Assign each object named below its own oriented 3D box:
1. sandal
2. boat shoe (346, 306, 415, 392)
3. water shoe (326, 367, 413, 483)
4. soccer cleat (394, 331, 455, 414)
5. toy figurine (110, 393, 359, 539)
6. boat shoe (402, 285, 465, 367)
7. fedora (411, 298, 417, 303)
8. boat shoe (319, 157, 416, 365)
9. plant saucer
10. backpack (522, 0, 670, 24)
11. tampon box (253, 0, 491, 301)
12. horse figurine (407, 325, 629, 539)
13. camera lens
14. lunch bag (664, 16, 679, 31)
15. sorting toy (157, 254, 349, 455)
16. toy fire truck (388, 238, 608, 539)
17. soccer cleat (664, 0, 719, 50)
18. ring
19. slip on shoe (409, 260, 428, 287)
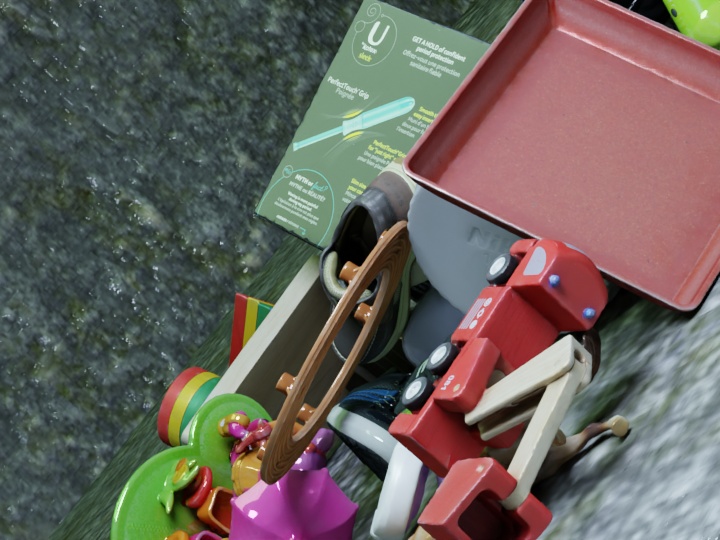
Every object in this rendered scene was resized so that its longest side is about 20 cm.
[{"bbox_3d":[0.039,0.143,1.318,0.203,0.050,0.083,-31,-42,-83],"label":"sandal"},{"bbox_3d":[0.035,0.060,1.716,0.068,0.072,0.200,-52,8,-19],"label":"boat shoe"},{"bbox_3d":[0.021,0.107,1.556,0.079,0.072,0.200,-45,8,-4],"label":"water shoe"},{"bbox_3d":[0.065,0.083,1.413,0.081,0.068,0.200,-40,-1,-3],"label":"soccer cleat"},{"bbox_3d":[-0.067,0.169,1.526,0.184,0.150,0.201,-20,42,53],"label":"toy figurine"},{"bbox_3d":[0.108,0.007,1.594,0.200,0.074,0.065,-40,2,-14],"label":"boat shoe"},{"bbox_3d":[0.088,-0.033,1.808,0.200,0.090,0.177,-36,14,36],"label":"fedora"},{"bbox_3d":[0.000,0.000,1.519,0.065,0.073,0.201,-24,-34,-32],"label":"boat shoe"},{"bbox_3d":[0.155,-0.075,1.290,0.200,0.199,0.037,-53,-18,-33],"label":"plant saucer"},{"bbox_3d":[0.179,-0.283,1.514,0.200,0.183,0.147,-51,50,-4],"label":"backpack"},{"bbox_3d":[0.043,-0.090,1.661,0.150,0.126,0.201,28,90,41],"label":"tampon box"},{"bbox_3d":[0.078,0.125,1.181,0.200,0.050,0.132,-52,12,-17],"label":"horse figurine"},{"bbox_3d":[0.136,-0.071,1.419,0.160,0.160,0.200,-42,10,47],"label":"camera lens"},{"bbox_3d":[0.255,-0.219,1.640,0.200,0.139,0.168,-50,24,-6],"label":"lunch bag"},{"bbox_3d":[-0.087,0.111,1.748,0.200,0.069,0.199,-54,-29,-26],"label":"sorting toy"},{"bbox_3d":[0.083,0.067,1.131,0.200,0.049,0.141,-55,21,-17],"label":"toy fire truck"},{"bbox_3d":[0.296,-0.230,1.479,0.200,0.081,0.067,-38,3,-23],"label":"soccer cleat"},{"bbox_3d":[-0.020,0.053,1.401,0.201,0.019,0.201,-59,-8,-14],"label":"ring"},{"bbox_3d":[0.095,-0.066,1.572,0.200,0.061,0.076,-41,6,-13],"label":"slip on shoe"}]
